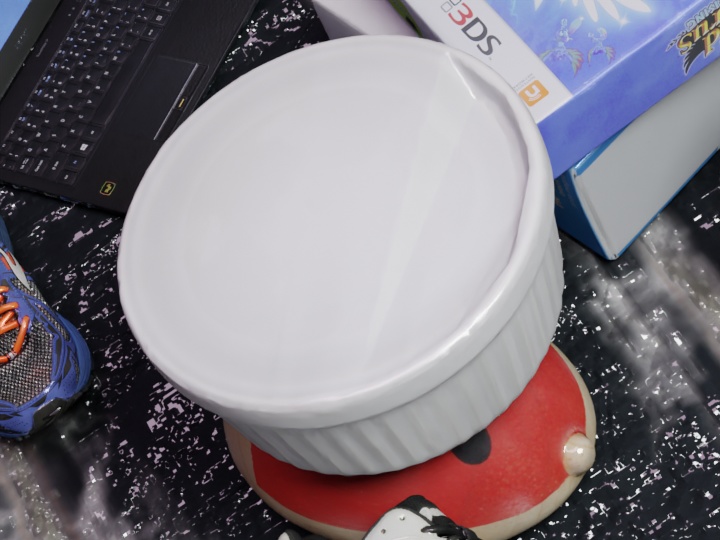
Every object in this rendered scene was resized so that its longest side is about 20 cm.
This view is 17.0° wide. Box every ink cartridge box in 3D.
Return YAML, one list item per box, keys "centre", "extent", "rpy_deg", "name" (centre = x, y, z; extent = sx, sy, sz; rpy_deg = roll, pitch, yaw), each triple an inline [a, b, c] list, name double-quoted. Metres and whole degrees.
- centre: [0.097, -0.121, 1.218]
  extent: [0.146, 0.086, 0.200]
  rpy_deg: [-46, 54, -10]
  name: "ink cartridge box"

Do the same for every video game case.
- centre: [0.116, -0.164, 1.155]
  extent: [0.200, 0.045, 0.181]
  rpy_deg: [-37, 52, -3]
  name: "video game case"

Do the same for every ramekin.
- centre: [0.000, 0.000, 1.082]
  extent: [0.201, 0.094, 0.203]
  rpy_deg: [-12, 53, 17]
  name: "ramekin"

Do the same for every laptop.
- centre: [-0.181, -0.146, 1.345]
  extent: [0.199, 0.103, 0.178]
  rpy_deg: [15, 66, 31]
  name: "laptop"

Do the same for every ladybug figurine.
- centre: [0.017, 0.062, 1.139]
  extent: [0.199, 0.072, 0.136]
  rpy_deg: [8, 62, 28]
  name: "ladybug figurine"

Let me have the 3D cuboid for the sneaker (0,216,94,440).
- centre: [-0.208, 0.012, 1.268]
  extent: [0.075, 0.079, 0.200]
  rpy_deg: [-39, 51, -3]
  name: "sneaker"

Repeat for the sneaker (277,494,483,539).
- centre: [0.040, 0.139, 1.051]
  extent: [0.199, 0.076, 0.088]
  rpy_deg: [-10, 75, 27]
  name: "sneaker"
